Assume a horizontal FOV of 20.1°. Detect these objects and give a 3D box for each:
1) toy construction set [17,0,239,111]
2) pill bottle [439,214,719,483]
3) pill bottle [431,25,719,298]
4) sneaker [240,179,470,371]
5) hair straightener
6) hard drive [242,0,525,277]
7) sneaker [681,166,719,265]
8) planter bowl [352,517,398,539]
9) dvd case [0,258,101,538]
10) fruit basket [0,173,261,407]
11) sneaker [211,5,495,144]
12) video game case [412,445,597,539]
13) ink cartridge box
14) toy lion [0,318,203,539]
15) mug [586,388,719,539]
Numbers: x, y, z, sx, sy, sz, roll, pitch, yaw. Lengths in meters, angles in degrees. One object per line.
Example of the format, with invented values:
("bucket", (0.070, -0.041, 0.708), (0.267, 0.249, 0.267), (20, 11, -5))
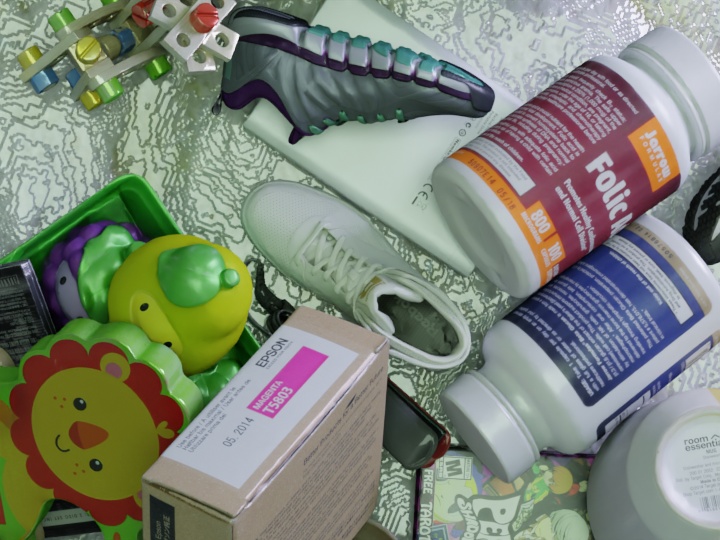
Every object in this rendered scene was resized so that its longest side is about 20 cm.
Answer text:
("toy construction set", (-0.146, -0.177, 1.422), (0.131, 0.200, 0.093), (-33, 105, -34))
("pill bottle", (0.158, 0.060, 1.455), (0.200, 0.111, 0.111), (-37, 91, -10))
("pill bottle", (0.160, -0.080, 1.443), (0.200, 0.114, 0.114), (-35, 91, -11))
("sneaker", (0.000, 0.000, 1.453), (0.200, 0.116, 0.074), (36, 88, -1))
("hair straightener", (-0.019, 0.065, 1.453), (0.041, 0.077, 0.200), (-45, 79, 11))
("hard drive", (0.031, -0.105, 1.502), (0.200, 0.027, 0.132), (34, 86, -3))
("sneaker", (0.309, -0.069, 1.474), (0.080, 0.074, 0.200), (47, 64, -9))
("planter bowl", (-0.046, 0.282, 1.419), (0.199, 0.200, 0.135), (-20, 117, -4))
("dvd case", (-0.257, 0.097, 1.421), (0.148, 0.016, 0.201), (-10, 106, 29))
("fruit basket", (-0.145, 0.041, 1.400), (0.155, 0.216, 0.216), (-35, 91, -4))
("sneaker", (-0.006, -0.124, 1.460), (0.199, 0.074, 0.088), (17, 101, 6))
("video game case", (0.125, 0.232, 1.494), (0.180, 0.036, 0.201), (4, 88, -5))
("ink cartridge box", (-0.061, 0.147, 1.341), (0.075, 0.165, 0.200), (21, 42, 22))
("toy lion", (-0.190, 0.128, 1.363), (0.191, 0.069, 0.201), (2, 113, 17))
("mug", (0.246, 0.133, 1.404), (0.149, 0.153, 0.187), (35, 80, 11))
